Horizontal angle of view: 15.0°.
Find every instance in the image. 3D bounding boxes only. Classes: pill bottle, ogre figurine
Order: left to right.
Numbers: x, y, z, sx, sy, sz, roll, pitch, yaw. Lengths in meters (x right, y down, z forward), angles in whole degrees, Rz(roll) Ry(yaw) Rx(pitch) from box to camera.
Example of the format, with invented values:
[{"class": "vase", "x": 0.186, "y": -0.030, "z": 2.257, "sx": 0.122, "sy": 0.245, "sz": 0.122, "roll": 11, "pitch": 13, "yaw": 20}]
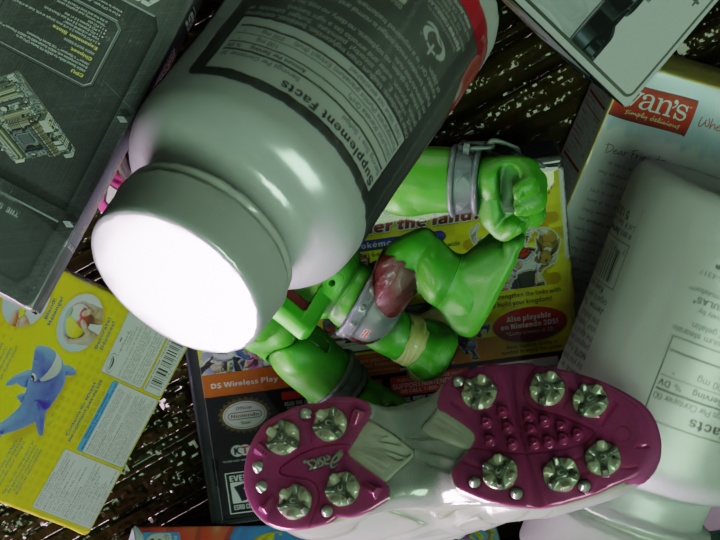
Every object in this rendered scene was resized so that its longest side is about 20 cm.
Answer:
[{"class": "pill bottle", "x": -0.030, "y": -0.063, "z": 1.172, "sx": 0.200, "sy": 0.110, "sz": 0.111, "roll": -55, "pitch": 130, "yaw": -34}, {"class": "ogre figurine", "x": 0.000, "y": 0.000, "z": 1.299, "sx": 0.120, "sy": 0.200, "sz": 0.098, "roll": 23, "pitch": 64, "yaw": -10}, {"class": "pill bottle", "x": 0.154, "y": 0.056, "z": 1.350, "sx": 0.114, "sy": 0.114, "sz": 0.201, "roll": 16, "pitch": 100, "yaw": -24}]

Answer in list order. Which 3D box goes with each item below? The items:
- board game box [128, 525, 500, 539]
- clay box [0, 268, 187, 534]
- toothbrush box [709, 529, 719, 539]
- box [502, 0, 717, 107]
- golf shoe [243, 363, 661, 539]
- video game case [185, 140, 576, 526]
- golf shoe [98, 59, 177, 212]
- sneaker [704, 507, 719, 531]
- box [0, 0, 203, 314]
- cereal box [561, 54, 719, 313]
[{"class": "board game box", "x": -0.025, "y": 0.203, "z": 1.430, "sx": 0.199, "sy": 0.103, "sz": 0.105, "roll": 1, "pitch": 140, "yaw": -18}, {"class": "clay box", "x": -0.178, "y": 0.043, "z": 1.292, "sx": 0.200, "sy": 0.048, "sz": 0.115, "roll": 30, "pitch": 88, "yaw": -49}, {"class": "toothbrush box", "x": 0.190, "y": 0.196, "z": 1.398, "sx": 0.199, "sy": 0.146, "sz": 0.086, "roll": -6, "pitch": 106, "yaw": 10}, {"class": "box", "x": 0.096, "y": -0.177, "z": 1.270, "sx": 0.117, "sy": 0.060, "sz": 0.200, "roll": -49, "pitch": 136, "yaw": 2}, {"class": "golf shoe", "x": 0.048, "y": 0.095, "z": 1.316, "sx": 0.199, "sy": 0.076, "sz": 0.092, "roll": -5, "pitch": 155, "yaw": 13}, {"class": "video game case", "x": 0.011, "y": 0.034, "z": 1.388, "sx": 0.199, "sy": 0.026, "sz": 0.181, "roll": -8, "pitch": 115, "yaw": -2}, {"class": "golf shoe", "x": -0.109, "y": -0.065, "z": 1.252, "sx": 0.073, "sy": 0.092, "sz": 0.200, "roll": -35, "pitch": 87, "yaw": -31}, {"class": "sneaker", "x": 0.239, "y": 0.138, "z": 1.497, "sx": 0.076, "sy": 0.088, "sz": 0.200, "roll": 7, "pitch": 118, "yaw": -40}, {"class": "box", "x": -0.189, "y": -0.095, "z": 1.172, "sx": 0.199, "sy": 0.048, "sz": 0.159, "roll": 27, "pitch": 86, "yaw": -2}, {"class": "cereal box", "x": 0.159, "y": -0.010, "z": 1.426, "sx": 0.143, "sy": 0.040, "sz": 0.201, "roll": 15, "pitch": 112, "yaw": -20}]
